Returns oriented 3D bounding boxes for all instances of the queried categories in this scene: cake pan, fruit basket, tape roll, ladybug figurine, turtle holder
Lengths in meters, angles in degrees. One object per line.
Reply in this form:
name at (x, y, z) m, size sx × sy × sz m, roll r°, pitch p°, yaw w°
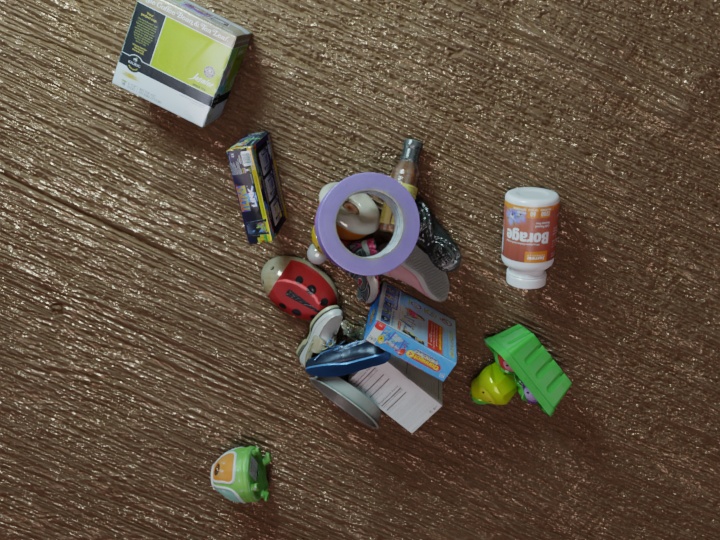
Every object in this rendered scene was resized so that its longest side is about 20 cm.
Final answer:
cake pan at (-0.031, 0.301, 1.617) m, size 0.200 × 0.200 × 0.037 m, roll 39°, pitch 73°, yaw -10°
fruit basket at (0.346, 0.250, 1.575) m, size 0.215 × 0.156 × 0.216 m, roll -2°, pitch 101°, yaw -8°
tape roll at (0.012, -0.091, 1.356) m, size 0.200 × 0.085 × 0.200 m, roll 0°, pitch 92°, yaw -9°
ladybug figurine at (-0.140, 0.048, 1.574) m, size 0.200 × 0.072 × 0.136 m, roll 29°, pitch 112°, yaw -6°
turtle holder at (-0.302, 0.526, 1.763) m, size 0.132 × 0.186 × 0.141 m, roll -9°, pitch 79°, yaw 9°

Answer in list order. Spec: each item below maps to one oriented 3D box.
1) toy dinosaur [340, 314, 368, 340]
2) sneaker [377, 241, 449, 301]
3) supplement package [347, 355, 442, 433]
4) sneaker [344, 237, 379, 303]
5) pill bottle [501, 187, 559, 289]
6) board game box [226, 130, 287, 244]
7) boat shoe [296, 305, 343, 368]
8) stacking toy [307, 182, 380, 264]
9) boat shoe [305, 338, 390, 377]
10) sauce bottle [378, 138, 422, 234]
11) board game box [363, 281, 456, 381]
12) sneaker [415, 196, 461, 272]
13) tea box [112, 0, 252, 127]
toy dinosaur at (0.048, 0.141, 1.582) m, size 0.200 × 0.088 × 0.048 m, roll 14°, pitch 129°, yaw -7°
sneaker at (0.112, -0.001, 1.535) m, size 0.105 × 0.075 × 0.200 m, roll -3°, pitch 145°, yaw 47°
supplement package at (0.084, 0.264, 1.615) m, size 0.200 × 0.114 × 0.110 m, roll 39°, pitch 110°, yaw -8°
sneaker at (0.000, 0.000, 1.505) m, size 0.075 × 0.081 × 0.200 m, roll -9°, pitch 141°, yaw -5°
pill bottle at (0.358, -0.068, 1.452) m, size 0.112 × 0.112 × 0.200 m, roll 1°, pitch 112°, yaw 6°
board game box at (-0.214, -0.178, 1.440) m, size 0.057 × 0.165 × 0.200 m, roll -7°, pitch 111°, yaw 7°
boat shoe at (-0.085, 0.162, 1.588) m, size 0.075 × 0.068 × 0.200 m, roll -6°, pitch 141°, yaw -33°
stacking toy at (-0.059, -0.080, 1.500) m, size 0.146 × 0.146 × 0.200 m, roll 31°, pitch 128°, yaw -7°
boat shoe at (-0.027, 0.191, 1.536) m, size 0.200 × 0.069 × 0.084 m, roll -12°, pitch 148°, yaw 11°
sauce bottle at (0.090, -0.174, 1.438) m, size 0.066 × 0.066 × 0.200 m, roll 16°, pitch 91°, yaw 0°
board game box at (0.114, 0.130, 1.512) m, size 0.196 × 0.200 × 0.056 m, roll 29°, pitch 113°, yaw -5°
sneaker at (0.149, -0.080, 1.491) m, size 0.076 × 0.091 × 0.200 m, roll -36°, pitch 82°, yaw 15°
tea box at (-0.354, -0.428, 1.371) m, size 0.200 × 0.134 × 0.197 m, roll 26°, pitch 113°, yaw -5°
